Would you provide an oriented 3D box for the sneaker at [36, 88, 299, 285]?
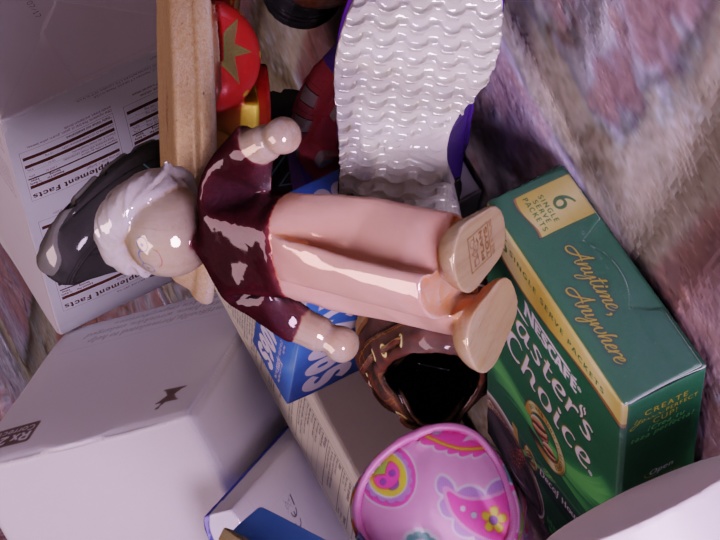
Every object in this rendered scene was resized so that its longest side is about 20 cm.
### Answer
[{"bbox_3d":[-0.080,-0.032,1.541,0.079,0.199,0.075,53,143,14],"label":"sneaker"}]

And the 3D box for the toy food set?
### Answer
[{"bbox_3d":[-0.072,-0.080,1.422,0.200,0.048,0.199,-108,18,-68],"label":"toy food set"}]

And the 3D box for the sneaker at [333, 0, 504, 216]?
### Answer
[{"bbox_3d":[0.020,-0.094,1.294,0.100,0.069,0.201,-89,6,-45],"label":"sneaker"}]

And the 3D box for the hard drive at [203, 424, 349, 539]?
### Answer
[{"bbox_3d":[-0.021,0.158,1.712,0.133,0.025,0.200,68,-153,-13],"label":"hard drive"}]

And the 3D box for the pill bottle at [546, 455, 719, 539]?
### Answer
[{"bbox_3d":[0.153,0.184,1.182,0.201,0.115,0.116,66,166,-3],"label":"pill bottle"}]

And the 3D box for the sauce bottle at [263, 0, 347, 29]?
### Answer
[{"bbox_3d":[-0.017,-0.155,1.328,0.066,0.066,0.200,63,166,7],"label":"sauce bottle"}]

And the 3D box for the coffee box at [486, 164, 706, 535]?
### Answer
[{"bbox_3d":[0.100,0.058,1.307,0.123,0.044,0.200,58,165,29],"label":"coffee box"}]

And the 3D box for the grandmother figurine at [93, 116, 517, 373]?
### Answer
[{"bbox_3d":[-0.032,-0.012,1.278,0.199,0.061,0.122,8,115,32],"label":"grandmother figurine"}]

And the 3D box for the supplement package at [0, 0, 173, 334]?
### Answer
[{"bbox_3d":[-0.180,-0.112,1.837,0.192,0.147,0.201,54,163,38],"label":"supplement package"}]

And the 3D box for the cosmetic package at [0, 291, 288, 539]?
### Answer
[{"bbox_3d":[-0.100,0.140,1.782,0.201,0.164,0.165,64,-151,-21],"label":"cosmetic package"}]

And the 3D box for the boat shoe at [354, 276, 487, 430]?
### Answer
[{"bbox_3d":[0.032,0.043,1.433,0.200,0.070,0.071,88,-179,-70],"label":"boat shoe"}]

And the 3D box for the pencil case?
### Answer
[{"bbox_3d":[0.044,0.130,1.478,0.088,0.087,0.200,62,179,10],"label":"pencil case"}]

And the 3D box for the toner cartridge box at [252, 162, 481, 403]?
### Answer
[{"bbox_3d":[0.000,0.000,1.476,0.043,0.095,0.200,59,166,16],"label":"toner cartridge box"}]

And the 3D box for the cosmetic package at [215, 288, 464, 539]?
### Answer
[{"bbox_3d":[-0.013,0.050,1.657,0.201,0.073,0.104,60,166,17],"label":"cosmetic package"}]

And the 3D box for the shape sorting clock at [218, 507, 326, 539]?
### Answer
[{"bbox_3d":[0.021,0.172,1.383,0.199,0.039,0.200,29,173,4],"label":"shape sorting clock"}]

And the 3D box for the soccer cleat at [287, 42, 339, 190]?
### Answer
[{"bbox_3d":[-0.010,-0.078,1.452,0.200,0.066,0.077,93,154,-68],"label":"soccer cleat"}]
